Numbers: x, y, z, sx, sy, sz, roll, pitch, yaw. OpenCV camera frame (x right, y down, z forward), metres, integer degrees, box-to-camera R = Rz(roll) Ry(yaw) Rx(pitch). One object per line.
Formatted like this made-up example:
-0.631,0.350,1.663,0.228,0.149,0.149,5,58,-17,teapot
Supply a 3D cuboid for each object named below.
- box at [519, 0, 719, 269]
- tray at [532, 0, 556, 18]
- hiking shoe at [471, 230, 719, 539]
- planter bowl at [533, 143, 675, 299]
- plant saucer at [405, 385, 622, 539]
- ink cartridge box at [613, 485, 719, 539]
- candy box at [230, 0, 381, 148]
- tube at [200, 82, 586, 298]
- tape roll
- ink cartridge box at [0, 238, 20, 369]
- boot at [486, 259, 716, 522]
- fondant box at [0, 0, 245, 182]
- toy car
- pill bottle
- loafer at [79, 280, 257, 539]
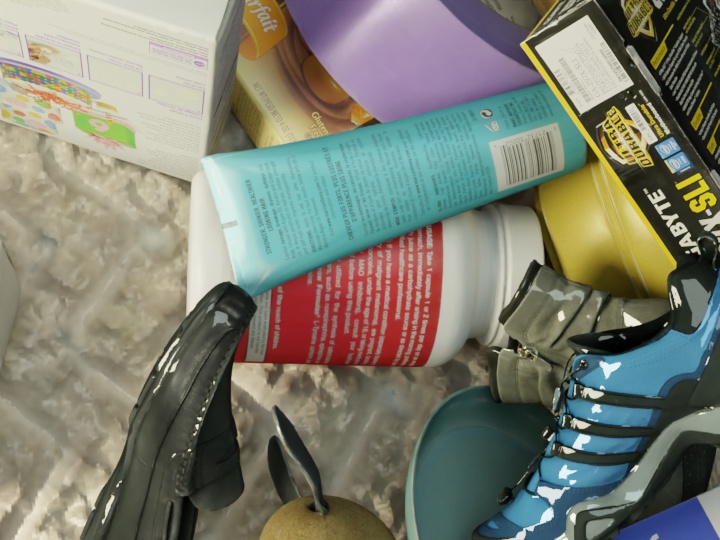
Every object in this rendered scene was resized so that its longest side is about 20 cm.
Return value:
0.175,-0.104,0.691,0.160,0.049,0.200,51,38,-11,box
0.111,-0.223,0.784,0.099,0.037,0.200,-12,67,-48,tray
0.123,0.073,0.645,0.200,0.074,0.087,-43,87,18,hiking shoe
0.158,-0.026,0.780,0.083,0.200,0.201,-20,76,19,planter bowl
0.093,0.161,0.722,0.200,0.027,0.200,30,43,-32,plant saucer
0.201,0.159,0.668,0.200,0.044,0.094,-23,64,-5,ink cartridge box
-0.051,-0.166,0.828,0.115,0.055,0.200,-31,81,-18,candy box
0.021,-0.050,0.694,0.200,0.050,0.078,-17,89,-10,tube
0.053,-0.171,0.780,0.200,0.085,0.200,26,43,-27,tape roll
-0.304,0.040,0.713,0.200,0.084,0.146,10,72,-5,ink cartridge box
0.137,0.080,0.736,0.131,0.200,0.068,14,42,17,boot
-0.144,-0.127,0.726,0.144,0.200,0.058,18,70,-3,fondant box
-0.036,0.176,0.676,0.158,0.164,0.200,-7,73,-11,toy car
0.000,0.000,0.758,0.200,0.112,0.112,2,74,-8,pill bottle
-0.092,0.098,0.696,0.070,0.068,0.201,25,113,1,loafer
